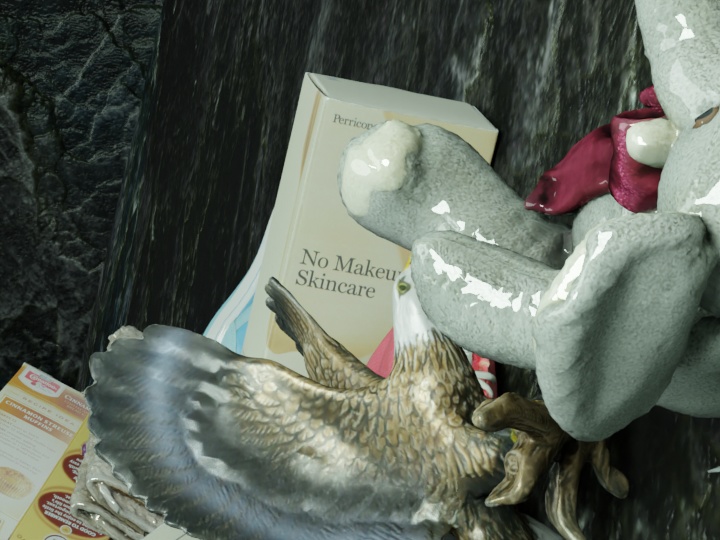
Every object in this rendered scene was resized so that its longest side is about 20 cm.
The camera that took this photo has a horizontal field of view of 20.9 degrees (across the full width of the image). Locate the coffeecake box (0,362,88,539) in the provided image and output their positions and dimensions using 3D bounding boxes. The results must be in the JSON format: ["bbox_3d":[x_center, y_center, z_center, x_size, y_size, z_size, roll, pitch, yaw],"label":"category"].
[{"bbox_3d":[-0.251,0.179,1.263,0.154,0.073,0.200,-64,-3,32],"label":"coffeecake box"}]

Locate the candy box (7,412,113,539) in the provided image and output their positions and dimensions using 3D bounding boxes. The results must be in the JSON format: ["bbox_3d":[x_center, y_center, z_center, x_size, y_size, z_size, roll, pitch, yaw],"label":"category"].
[{"bbox_3d":[-0.167,0.152,1.200,0.200,0.056,0.117,-65,-1,-53],"label":"candy box"}]

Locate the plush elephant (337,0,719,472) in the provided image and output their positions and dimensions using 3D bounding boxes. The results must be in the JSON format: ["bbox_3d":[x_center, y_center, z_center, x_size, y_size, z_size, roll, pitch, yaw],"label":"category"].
[{"bbox_3d":[0.101,-0.024,0.544,0.155,0.165,0.200,96,149,-62],"label":"plush elephant"}]

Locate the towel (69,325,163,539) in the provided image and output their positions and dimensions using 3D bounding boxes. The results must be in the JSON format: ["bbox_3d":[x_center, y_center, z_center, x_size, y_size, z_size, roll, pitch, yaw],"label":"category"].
[{"bbox_3d":[-0.090,0.106,1.071,0.034,0.132,0.200,-50,17,18],"label":"towel"}]

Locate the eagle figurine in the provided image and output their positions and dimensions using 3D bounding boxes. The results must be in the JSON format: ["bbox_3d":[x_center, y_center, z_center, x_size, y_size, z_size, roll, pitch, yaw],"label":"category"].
[{"bbox_3d":[0.010,0.063,0.802,0.200,0.152,0.151,-7,50,34],"label":"eagle figurine"}]

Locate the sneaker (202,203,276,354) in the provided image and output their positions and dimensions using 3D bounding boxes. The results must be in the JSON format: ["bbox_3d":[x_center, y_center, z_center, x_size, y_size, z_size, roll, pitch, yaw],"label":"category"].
[{"bbox_3d":[-0.013,0.017,1.226,0.131,0.079,0.200,32,95,51],"label":"sneaker"}]

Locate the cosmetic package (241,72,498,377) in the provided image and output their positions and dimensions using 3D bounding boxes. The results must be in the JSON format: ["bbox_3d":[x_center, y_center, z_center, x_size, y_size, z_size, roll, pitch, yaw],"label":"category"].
[{"bbox_3d":[0.000,0.000,1.083,0.071,0.105,0.200,-121,42,-70],"label":"cosmetic package"}]

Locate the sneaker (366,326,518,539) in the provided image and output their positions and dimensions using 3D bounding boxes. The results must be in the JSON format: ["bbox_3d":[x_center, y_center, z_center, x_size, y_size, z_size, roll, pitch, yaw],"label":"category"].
[{"bbox_3d":[0.035,0.070,0.941,0.200,0.074,0.087,-117,44,-68],"label":"sneaker"}]

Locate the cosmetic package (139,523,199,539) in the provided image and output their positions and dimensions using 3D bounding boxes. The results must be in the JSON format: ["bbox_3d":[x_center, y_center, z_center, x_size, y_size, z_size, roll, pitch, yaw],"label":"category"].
[{"bbox_3d":[-0.034,0.204,0.902,0.104,0.073,0.200,-36,65,40],"label":"cosmetic package"}]
